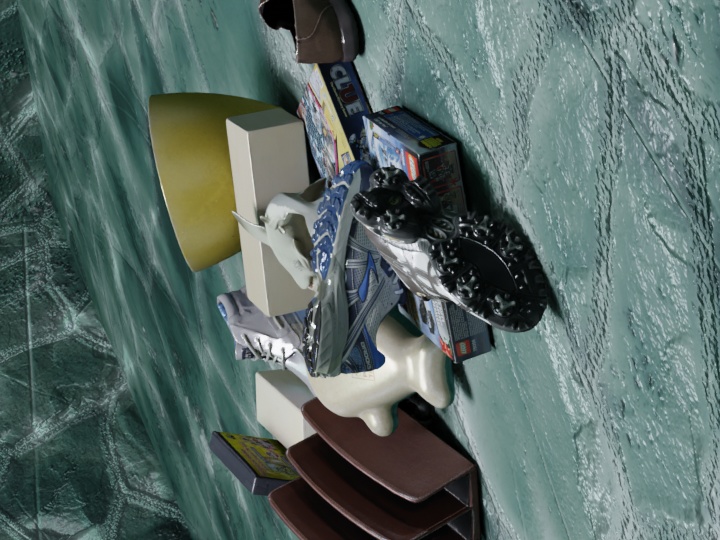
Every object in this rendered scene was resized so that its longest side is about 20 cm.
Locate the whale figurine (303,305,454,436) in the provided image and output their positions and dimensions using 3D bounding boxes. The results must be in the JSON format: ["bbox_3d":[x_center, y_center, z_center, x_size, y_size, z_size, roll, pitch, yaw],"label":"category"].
[{"bbox_3d":[0.032,0.082,1.724,0.199,0.103,0.160,4,101,48],"label":"whale figurine"}]

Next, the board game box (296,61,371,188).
[{"bbox_3d":[-0.005,-0.096,1.726,0.136,0.034,0.201,125,125,-71],"label":"board game box"}]

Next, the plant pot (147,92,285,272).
[{"bbox_3d":[-0.139,-0.111,1.931,0.200,0.141,0.201,-13,-90,-87],"label":"plant pot"}]

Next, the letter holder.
[{"bbox_3d":[0.004,0.217,1.760,0.200,0.142,0.101,34,140,44],"label":"letter holder"}]

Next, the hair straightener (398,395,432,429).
[{"bbox_3d":[0.042,0.174,1.852,0.201,0.041,0.077,91,155,-49],"label":"hair straightener"}]

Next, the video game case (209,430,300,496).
[{"bbox_3d":[-0.069,0.237,2.068,0.200,0.180,0.026,-152,73,-68],"label":"video game case"}]

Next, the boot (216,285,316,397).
[{"bbox_3d":[-0.092,0.090,1.952,0.074,0.095,0.200,86,160,-45],"label":"boot"}]

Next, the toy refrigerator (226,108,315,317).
[{"bbox_3d":[-0.087,-0.062,1.835,0.076,0.070,0.201,-145,45,-64],"label":"toy refrigerator"}]

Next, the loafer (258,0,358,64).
[{"bbox_3d":[-0.068,-0.272,1.680,0.073,0.071,0.200,90,157,-48],"label":"loafer"}]

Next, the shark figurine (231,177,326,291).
[{"bbox_3d":[-0.053,-0.060,1.727,0.128,0.090,0.215,41,163,7],"label":"shark figurine"}]

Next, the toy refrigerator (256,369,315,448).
[{"bbox_3d":[-0.063,0.175,2.111,0.200,0.075,0.071,-153,60,-68],"label":"toy refrigerator"}]

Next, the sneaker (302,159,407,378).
[{"bbox_3d":[0.000,0.000,1.603,0.077,0.085,0.201,-150,66,-71],"label":"sneaker"}]

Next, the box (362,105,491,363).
[{"bbox_3d":[0.059,-0.034,1.563,0.137,0.040,0.201,-136,32,-62],"label":"box"}]

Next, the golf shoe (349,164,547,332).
[{"bbox_3d":[0.079,-0.006,1.438,0.200,0.078,0.095,41,163,30],"label":"golf shoe"}]
